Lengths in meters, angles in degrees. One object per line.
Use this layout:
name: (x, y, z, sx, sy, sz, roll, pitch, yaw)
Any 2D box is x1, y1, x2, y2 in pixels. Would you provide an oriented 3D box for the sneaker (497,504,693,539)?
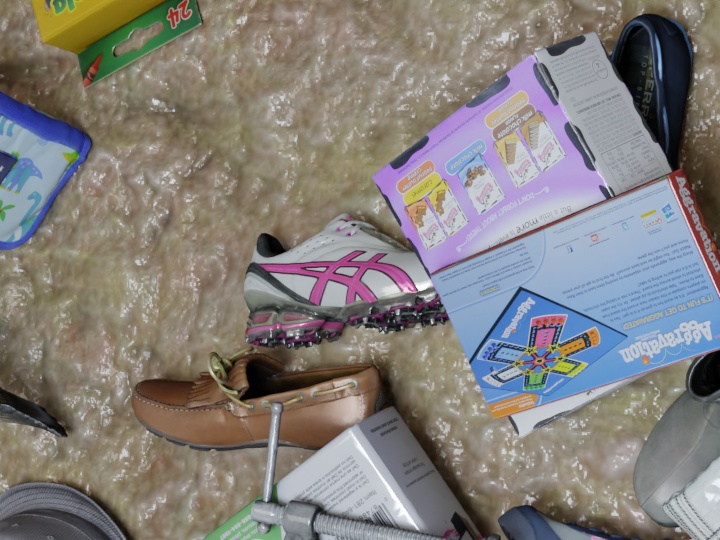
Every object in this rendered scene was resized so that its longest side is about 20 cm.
sneaker: (0.181, 0.195, 1.118, 0.199, 0.070, 0.082, 34, 83, 26)

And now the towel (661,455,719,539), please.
towel: (0.311, 0.141, 1.023, 0.193, 0.035, 0.200, 45, 106, 4)

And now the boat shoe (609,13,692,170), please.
boat shoe: (0.167, -0.069, 1.151, 0.083, 0.068, 0.202, 2, 87, 28)

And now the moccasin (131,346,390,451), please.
moccasin: (-0.076, 0.088, 1.257, 0.200, 0.074, 0.078, 2, 109, 31)

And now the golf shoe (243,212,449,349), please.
golf shoe: (0.000, 0.000, 1.236, 0.198, 0.072, 0.093, -9, 77, 29)

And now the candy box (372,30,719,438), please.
candy box: (0.123, -0.019, 1.108, 0.167, 0.071, 0.201, -34, 84, 46)

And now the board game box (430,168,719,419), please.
board game box: (0.133, 0.019, 1.050, 0.199, 0.019, 0.104, -23, 90, 46)

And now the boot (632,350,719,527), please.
boot: (0.220, 0.073, 1.066, 0.200, 0.130, 0.068, -49, 63, 15)

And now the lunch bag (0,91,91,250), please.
lunch bag: (-0.337, -0.083, 1.384, 0.199, 0.170, 0.128, -27, 66, 22)

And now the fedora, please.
fedora: (-0.261, 0.252, 1.340, 0.199, 0.090, 0.178, 19, 92, 30)

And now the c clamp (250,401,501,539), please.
c clamp: (0.015, 0.191, 1.105, 0.198, 0.027, 0.172, 14, 99, 19)

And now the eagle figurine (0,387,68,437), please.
eagle figurine: (-0.334, 0.074, 1.358, 0.150, 0.152, 0.201, -26, 99, -17)

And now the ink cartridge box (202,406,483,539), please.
ink cartridge box: (0.013, 0.217, 1.168, 0.145, 0.084, 0.201, -38, 81, 20)

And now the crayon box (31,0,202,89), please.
crayon box: (-0.210, -0.264, 1.406, 0.126, 0.051, 0.202, -25, 72, 24)
